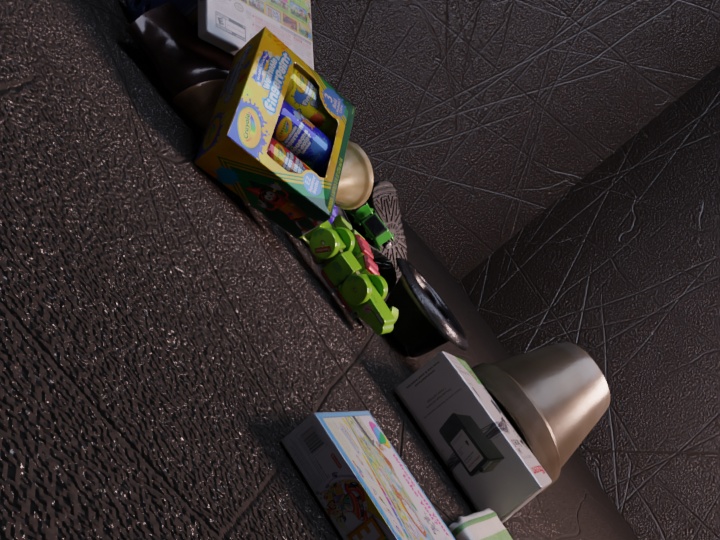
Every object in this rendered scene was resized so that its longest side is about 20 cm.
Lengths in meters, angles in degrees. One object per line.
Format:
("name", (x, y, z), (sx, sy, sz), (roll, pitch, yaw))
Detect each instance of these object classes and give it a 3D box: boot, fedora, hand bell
("boot", (0.010, -0.069, 1.485), (0.079, 0.215, 0.157), (-7, 5, -38))
("fedora", (0.088, 0.074, 1.241), (0.201, 0.091, 0.201), (50, 8, -9))
("boot", (-0.203, -0.296, 1.049), (0.167, 0.072, 0.200), (54, 43, -12))
("hand bell", (-0.077, -0.116, 1.078), (0.105, 0.104, 0.199), (52, 37, 10))
("boot", (-0.027, -0.060, 1.337), (0.182, 0.072, 0.200), (49, 1, -31))

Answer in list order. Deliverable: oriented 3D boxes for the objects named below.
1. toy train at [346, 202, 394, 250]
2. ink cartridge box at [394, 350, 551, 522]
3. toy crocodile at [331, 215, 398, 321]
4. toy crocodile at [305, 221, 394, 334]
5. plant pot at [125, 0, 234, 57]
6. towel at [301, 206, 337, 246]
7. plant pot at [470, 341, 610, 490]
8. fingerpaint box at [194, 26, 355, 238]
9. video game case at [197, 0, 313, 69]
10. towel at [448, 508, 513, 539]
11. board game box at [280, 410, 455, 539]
("toy train", (-0.004, -0.113, 1.382), (0.201, 0.041, 0.057), (53, -3, 33))
("ink cartridge box", (0.147, 0.212, 0.982), (0.201, 0.084, 0.145), (54, 8, 20))
("toy crocodile", (0.000, 0.000, 1.127), (0.067, 0.061, 0.202), (42, 24, -48))
("toy crocodile", (-0.022, 0.002, 1.039), (0.201, 0.062, 0.067), (55, 21, 10))
("plant pot", (-0.220, -0.373, 1.167), (0.200, 0.199, 0.181), (44, 18, -42))
("towel", (-0.076, -0.126, 1.183), (0.144, 0.023, 0.202), (47, 33, -39))
("plant pot", (0.263, 0.199, 1.138), (0.201, 0.172, 0.201), (52, -21, 29))
("fingerpaint box", (-0.098, -0.173, 0.965), (0.166, 0.073, 0.202), (37, 46, -29))
("video game case", (-0.141, -0.365, 1.062), (0.198, 0.023, 0.185), (15, 66, -48))
("towel", (0.166, 0.335, 0.777), (0.201, 0.023, 0.152), (56, 10, 23))
("board game box", (0.031, 0.198, 0.578), (0.201, 0.034, 0.134), (54, 8, 18))
